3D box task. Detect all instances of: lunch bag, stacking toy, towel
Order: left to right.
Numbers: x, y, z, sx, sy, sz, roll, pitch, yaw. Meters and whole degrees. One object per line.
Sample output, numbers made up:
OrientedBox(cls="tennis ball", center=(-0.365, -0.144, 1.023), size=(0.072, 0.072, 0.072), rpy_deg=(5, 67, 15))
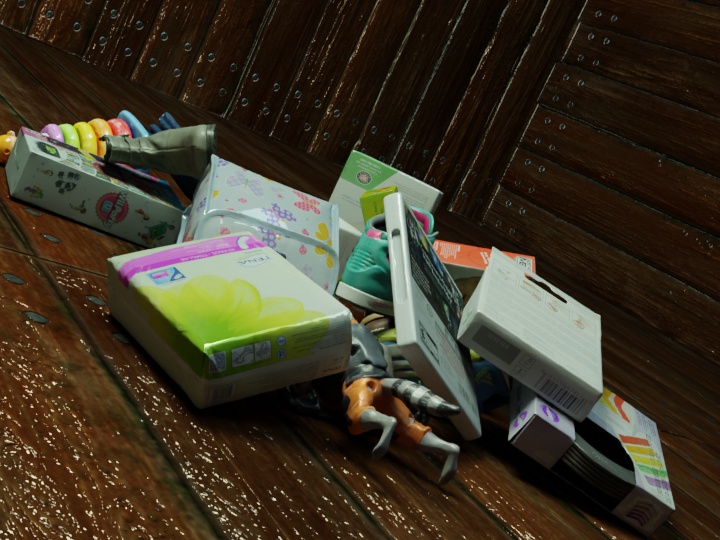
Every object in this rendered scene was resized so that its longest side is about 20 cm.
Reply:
OrientedBox(cls="stacking toy", center=(-0.387, -0.154, 1.385), size=(0.199, 0.117, 0.110), rpy_deg=(1, 28, -37))
OrientedBox(cls="towel", center=(-0.225, -0.117, 1.455), size=(0.200, 0.048, 0.112), rpy_deg=(59, -8, -31))
OrientedBox(cls="lunch bag", center=(-0.113, -0.012, 1.156), size=(0.169, 0.127, 0.201), rpy_deg=(22, 38, -16))

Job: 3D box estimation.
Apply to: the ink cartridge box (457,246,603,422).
OrientedBox(cls="ink cartridge box", center=(0.193, 0.064, 1.169), size=(0.160, 0.050, 0.200), rpy_deg=(33, 22, -3))

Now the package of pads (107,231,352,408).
OrientedBox(cls="package of pads", center=(-0.116, 0.038, 0.935), size=(0.154, 0.069, 0.200), rpy_deg=(-12, 31, -33))

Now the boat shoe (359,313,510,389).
OrientedBox(cls="boat shoe", center=(0.092, 0.105, 1.257), size=(0.199, 0.071, 0.071), rpy_deg=(15, 37, -18))

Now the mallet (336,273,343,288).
OrientedBox(cls="mallet", center=(0.000, 0.000, 1.256), size=(0.066, 0.200, 0.041), rpy_deg=(28, 29, -53))

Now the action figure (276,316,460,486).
OrientedBox(cls="action figure", center=(0.026, 0.110, 0.978), size=(0.199, 0.105, 0.194), rpy_deg=(13, 26, -42))

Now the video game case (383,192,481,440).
OrientedBox(cls="video game case", center=(0.073, 0.049, 1.064), size=(0.200, 0.023, 0.183), rpy_deg=(54, 25, -48))

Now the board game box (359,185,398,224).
OrientedBox(cls="board game box", center=(0.045, -0.008, 1.402), size=(0.047, 0.201, 0.102), rpy_deg=(-12, 7, 5))

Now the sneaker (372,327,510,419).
OrientedBox(cls="sneaker", center=(0.085, 0.118, 1.159), size=(0.199, 0.076, 0.105), rpy_deg=(-1, 45, -25))

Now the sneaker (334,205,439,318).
OrientedBox(cls="sneaker", center=(0.056, -0.010, 1.191), size=(0.083, 0.121, 0.200), rpy_deg=(24, 6, 33))

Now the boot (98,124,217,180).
OrientedBox(cls="boot", center=(-0.246, -0.141, 1.266), size=(0.130, 0.068, 0.200), rpy_deg=(0, 3, -19))

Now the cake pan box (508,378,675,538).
OrientedBox(cls="cake pan box", center=(0.249, 0.180, 1.153), size=(0.184, 0.052, 0.200), rpy_deg=(34, 22, -2))

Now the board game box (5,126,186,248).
OrientedBox(cls="board game box", center=(-0.328, -0.100, 1.297), size=(0.199, 0.065, 0.148), rpy_deg=(22, 10, -27))

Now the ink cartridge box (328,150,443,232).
OrientedBox(cls="ink cartridge box", center=(0.015, -0.056, 1.549), size=(0.145, 0.201, 0.088), rpy_deg=(25, 6, 5))

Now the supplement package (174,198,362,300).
OrientedBox(cls="supplement package", center=(-0.116, -0.039, 1.352), size=(0.199, 0.118, 0.117), rpy_deg=(20, 10, -33))

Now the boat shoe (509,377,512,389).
OrientedBox(cls="boat shoe", center=(0.155, 0.105, 1.369), size=(0.199, 0.072, 0.068), rpy_deg=(18, 39, -30))

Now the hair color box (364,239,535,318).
OrientedBox(cls="hair color box", center=(0.110, 0.022, 1.304), size=(0.199, 0.102, 0.061), rpy_deg=(9, 27, 4))
